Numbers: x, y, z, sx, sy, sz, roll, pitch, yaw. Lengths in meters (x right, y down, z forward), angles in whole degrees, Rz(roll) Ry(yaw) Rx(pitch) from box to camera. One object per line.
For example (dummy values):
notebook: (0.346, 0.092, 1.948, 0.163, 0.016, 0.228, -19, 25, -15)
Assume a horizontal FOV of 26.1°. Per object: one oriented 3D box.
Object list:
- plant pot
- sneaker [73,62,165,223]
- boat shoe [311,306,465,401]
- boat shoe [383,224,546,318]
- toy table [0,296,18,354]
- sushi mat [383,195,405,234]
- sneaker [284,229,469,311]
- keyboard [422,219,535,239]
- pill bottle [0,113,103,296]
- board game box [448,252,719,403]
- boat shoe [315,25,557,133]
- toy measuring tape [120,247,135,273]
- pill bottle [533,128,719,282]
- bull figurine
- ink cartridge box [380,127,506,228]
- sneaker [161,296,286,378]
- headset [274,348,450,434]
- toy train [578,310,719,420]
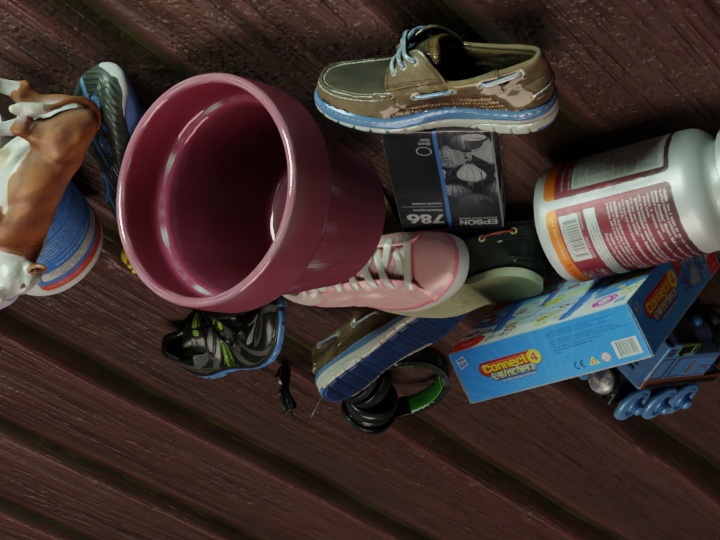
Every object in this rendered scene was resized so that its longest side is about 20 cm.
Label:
plant pot: (-0.080, -0.057, 1.344, 0.200, 0.200, 0.179, -16, 165, 33)
sneaker: (-0.200, -0.113, 1.395, 0.077, 0.076, 0.200, -34, 143, -20)
boat shoe: (0.026, 0.054, 1.626, 0.200, 0.072, 0.072, -34, 148, 13)
boat shoe: (0.093, 0.003, 1.517, 0.201, 0.063, 0.074, -14, 150, 38)
toy table: (-0.465, 0.056, 1.683, 0.200, 0.117, 0.184, -16, 144, 32)
sushi mat: (-0.006, -0.042, 1.530, 0.096, 0.012, 0.200, -3, 149, 19)
sneaker: (0.000, 0.000, 1.473, 0.200, 0.076, 0.105, -5, 172, 40)
keyboard: (0.160, -0.035, 1.510, 0.200, 0.011, 0.056, -6, 158, 19)
pill bottle: (-0.325, -0.069, 1.437, 0.112, 0.112, 0.200, -2, 150, 14)
board game box: (0.212, 0.037, 1.457, 0.200, 0.196, 0.056, -19, 103, 37)
boat shoe: (0.058, -0.159, 1.247, 0.200, 0.072, 0.072, 1, 134, 13)
toy measuring tape: (-0.147, -0.007, 1.552, 0.200, 0.074, 0.074, 1, 151, 13)
pill bottle: (0.261, -0.061, 1.351, 0.200, 0.110, 0.110, -14, 146, 31)
bull figurine: (-0.298, -0.069, 1.322, 0.121, 0.065, 0.200, 18, 106, -39)
ink cartridge box: (0.080, -0.084, 1.415, 0.099, 0.039, 0.200, -1, 151, 10)
sneaker: (-0.150, 0.072, 1.701, 0.083, 0.071, 0.199, 19, 152, -35)
headset: (0.002, 0.128, 1.801, 0.200, 0.094, 0.124, -14, 145, 3)
toy train: (0.307, 0.090, 1.590, 0.200, 0.087, 0.114, 1, 132, -51)
